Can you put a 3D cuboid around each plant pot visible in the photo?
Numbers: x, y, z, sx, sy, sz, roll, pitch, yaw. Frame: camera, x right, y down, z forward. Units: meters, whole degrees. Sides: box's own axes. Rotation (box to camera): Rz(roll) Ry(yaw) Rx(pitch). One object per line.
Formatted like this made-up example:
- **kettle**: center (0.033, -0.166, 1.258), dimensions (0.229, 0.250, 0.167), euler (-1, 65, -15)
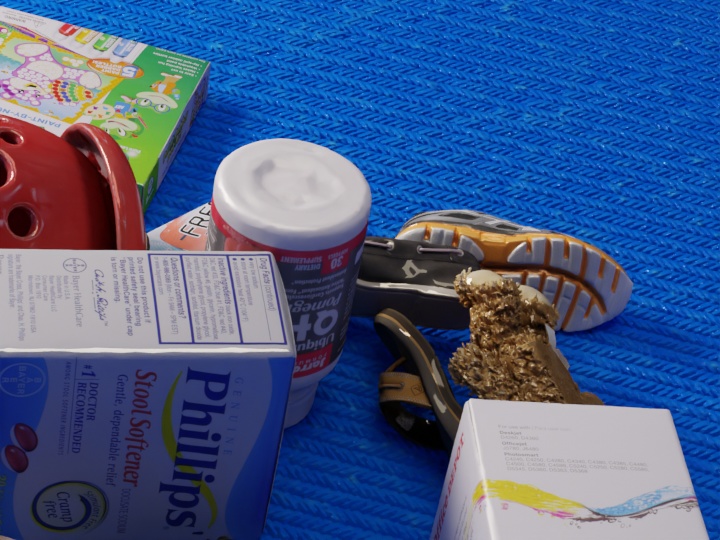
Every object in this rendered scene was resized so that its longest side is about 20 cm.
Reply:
- **plant pot**: center (-0.262, -0.018, 1.409), dimensions (0.182, 0.201, 0.201), euler (-2, 41, -28)

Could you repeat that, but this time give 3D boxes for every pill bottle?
- **pill bottle**: center (-0.060, 0.015, 1.410), dimensions (0.111, 0.200, 0.111), euler (7, 39, -5)

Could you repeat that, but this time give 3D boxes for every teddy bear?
- **teddy bear**: center (0.121, 0.087, 1.450), dimensions (0.145, 0.067, 0.200), euler (3, 58, -60)

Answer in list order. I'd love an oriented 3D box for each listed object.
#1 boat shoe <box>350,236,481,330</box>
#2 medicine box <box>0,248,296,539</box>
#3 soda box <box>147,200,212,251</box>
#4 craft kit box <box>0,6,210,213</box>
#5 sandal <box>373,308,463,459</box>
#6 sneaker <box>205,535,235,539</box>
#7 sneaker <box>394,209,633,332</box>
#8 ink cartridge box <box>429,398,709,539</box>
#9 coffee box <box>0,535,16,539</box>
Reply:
- **boat shoe**: center (0.000, 0.000, 1.514), dimensions (0.200, 0.067, 0.057), euler (11, 52, -13)
- **medicine box**: center (-0.157, 0.086, 1.315), dimensions (0.200, 0.182, 0.103), euler (1, 41, -12)
- **soda box**: center (-0.091, -0.019, 1.539), dimensions (0.064, 0.068, 0.200), euler (20, 36, 37)
- **craft kit box**: center (-0.249, -0.136, 1.672), dimensions (0.200, 0.049, 0.198), euler (15, 42, 4)
- **sandal**: center (0.045, 0.104, 1.445), dimensions (0.055, 0.082, 0.200), euler (-26, 52, -3)
- **sneaker**: center (-0.112, 0.211, 1.277), dimensions (0.200, 0.076, 0.091), euler (14, 29, -8)
- **sneaker**: center (0.123, -0.010, 1.591), dimensions (0.200, 0.078, 0.077), euler (15, 21, -5)
- **ink cartridge box**: center (0.136, 0.204, 1.275), dimensions (0.146, 0.147, 0.200), euler (3, 40, -10)
- **coffee box**: center (-0.231, 0.222, 1.188), dimensions (0.200, 0.113, 0.080), euler (16, 39, 5)
